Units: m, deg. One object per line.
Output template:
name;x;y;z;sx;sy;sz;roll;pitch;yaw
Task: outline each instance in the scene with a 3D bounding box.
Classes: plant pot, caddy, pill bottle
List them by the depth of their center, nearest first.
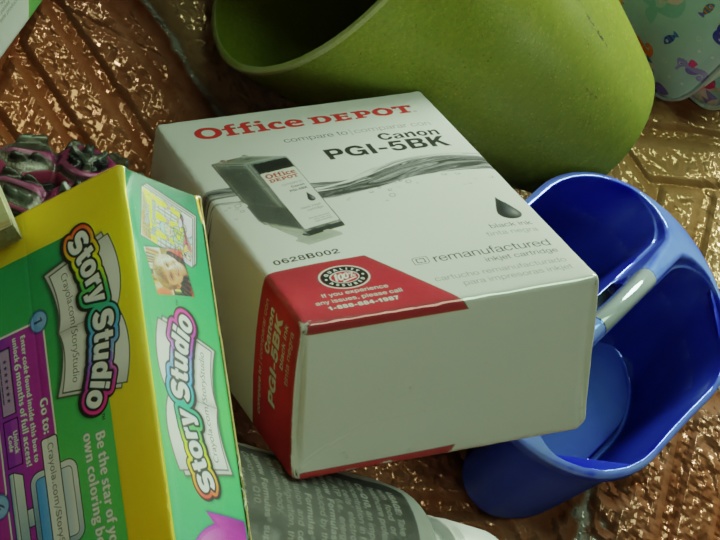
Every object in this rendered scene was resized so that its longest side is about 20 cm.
pill bottle;-0.036;0.140;1.189;0.200;0.114;0.114;18;54;-28
caddy;0.108;0.035;1.369;0.141;0.105;0.200;50;46;-1
plant pot;0.057;-0.128;1.396;0.200;0.187;0.187;36;46;-31

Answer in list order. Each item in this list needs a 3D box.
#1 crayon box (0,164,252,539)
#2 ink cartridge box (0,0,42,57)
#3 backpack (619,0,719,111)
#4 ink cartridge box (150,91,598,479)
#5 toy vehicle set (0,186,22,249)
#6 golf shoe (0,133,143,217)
crayon box;-0.134;0.082;1.102;0.058;0.172;0.200;25;48;-51
ink cartridge box;-0.213;-0.194;1.203;0.146;0.084;0.200;-61;144;-43
backpack;0.197;-0.208;1.540;0.200;0.178;0.150;53;40;7
ink cartridge box;0.000;0.000;1.232;0.147;0.083;0.200;-9;32;-22
toy vehicle set;-0.254;-0.028;1.097;0.200;0.027;0.124;-26;78;-3
golf shoe;-0.198;-0.025;1.188;0.200;0.092;0.073;18;34;-1
